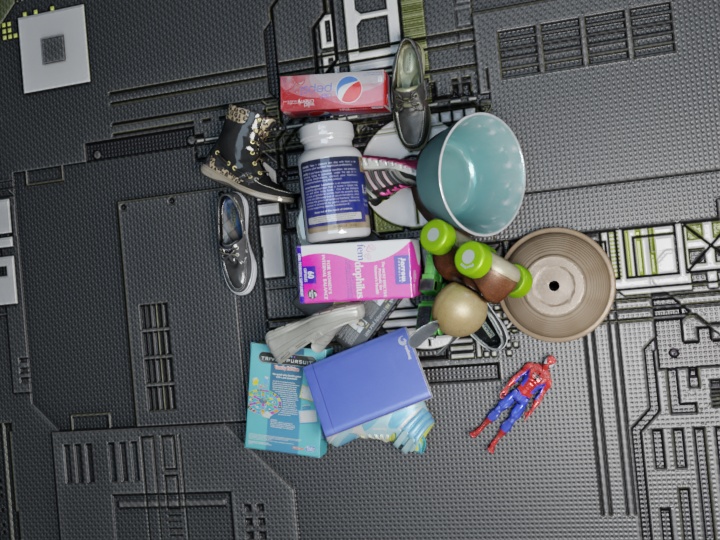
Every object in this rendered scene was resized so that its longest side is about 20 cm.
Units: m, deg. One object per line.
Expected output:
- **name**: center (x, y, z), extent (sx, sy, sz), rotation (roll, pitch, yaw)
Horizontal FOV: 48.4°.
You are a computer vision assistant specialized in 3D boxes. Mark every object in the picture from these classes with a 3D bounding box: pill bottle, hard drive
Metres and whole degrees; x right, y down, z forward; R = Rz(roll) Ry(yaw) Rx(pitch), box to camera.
- **pill bottle**: center (-0.049, -0.152, 1.388), extent (0.116, 0.116, 0.200), rotation (-7, 90, 15)
- **hard drive**: center (0.011, 0.197, 1.410), extent (0.200, 0.025, 0.132), rotation (-22, 73, 8)

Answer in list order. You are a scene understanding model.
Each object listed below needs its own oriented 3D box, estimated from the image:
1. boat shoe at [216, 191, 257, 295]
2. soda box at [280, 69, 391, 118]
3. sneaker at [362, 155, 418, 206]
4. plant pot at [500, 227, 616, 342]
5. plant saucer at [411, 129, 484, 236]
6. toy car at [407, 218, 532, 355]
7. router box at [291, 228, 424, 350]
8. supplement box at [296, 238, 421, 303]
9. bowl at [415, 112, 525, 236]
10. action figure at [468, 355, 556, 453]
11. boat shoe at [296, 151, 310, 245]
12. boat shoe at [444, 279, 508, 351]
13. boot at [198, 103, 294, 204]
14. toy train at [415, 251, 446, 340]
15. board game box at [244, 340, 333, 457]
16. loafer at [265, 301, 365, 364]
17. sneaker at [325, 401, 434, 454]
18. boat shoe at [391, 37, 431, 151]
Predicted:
- **boat shoe**: center (-0.241, -0.052, 1.522), extent (0.070, 0.066, 0.200), rotation (-1, 90, 15)
- **soda box**: center (-0.045, -0.324, 1.470), extent (0.200, 0.063, 0.070), rotation (-1, 90, 15)
- **sneaker**: center (0.050, -0.156, 1.431), extent (0.200, 0.074, 0.088), rotation (12, 105, 32)
- **plant pot**: center (0.330, 0.024, 1.353), extent (0.201, 0.093, 0.201), rotation (0, 89, 14)
- **plant saucer**: center (0.185, -0.162, 1.425), extent (0.200, 0.032, 0.201), rotation (0, 90, 16)
- **toy car**: center (0.152, 0.045, 1.298), extent (0.158, 0.164, 0.200), rotation (36, 99, 42)
- **router box**: center (-0.006, 0.029, 1.465), extent (0.157, 0.052, 0.200), rotation (39, 99, 11)
- **supplement box**: center (0.000, 0.000, 1.383), extent (0.200, 0.103, 0.101), rotation (-4, 91, 12)
- **bowl**: center (0.171, -0.156, 1.331), extent (0.105, 0.201, 0.201), rotation (2, 91, 54)
- **action figure**: center (0.273, 0.227, 1.393), extent (0.065, 0.052, 0.200), rotation (39, 97, 16)
- **boat shoe**: center (-0.077, -0.130, 1.479), extent (0.071, 0.064, 0.200), rotation (3, 90, 3)
- **boat shoe**: center (0.183, 0.060, 1.405), extent (0.074, 0.068, 0.199), rotation (-35, 81, 12)
- **boot**: center (-0.196, -0.218, 1.510), extent (0.200, 0.073, 0.151), rotation (23, 96, 20)
- **toy train**: center (0.126, 0.019, 1.377), extent (0.042, 0.056, 0.200), rotation (-3, 71, 34)
- **board game box**: center (-0.134, 0.239, 1.503), extent (0.151, 0.047, 0.200), rotation (4, 91, 15)
- **loafer**: center (-0.076, 0.110, 1.426), extent (0.200, 0.070, 0.070), rotation (-22, 91, 24)
- **sneaker**: center (0.042, 0.294, 1.439), extent (0.200, 0.080, 0.131), rotation (-35, 80, 14)
- **boat shoe**: center (0.085, -0.317, 1.433), extent (0.072, 0.066, 0.201), rotation (-2, 88, 17)
